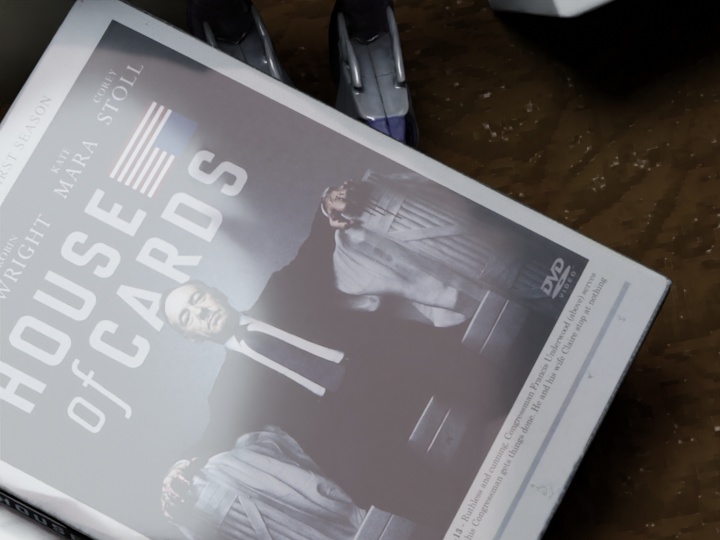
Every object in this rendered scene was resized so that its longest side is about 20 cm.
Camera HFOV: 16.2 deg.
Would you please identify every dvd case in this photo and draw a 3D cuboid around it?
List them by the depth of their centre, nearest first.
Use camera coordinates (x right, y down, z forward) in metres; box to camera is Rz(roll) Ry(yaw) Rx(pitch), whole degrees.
[{"bbox_3d":[-0.030,0.022,0.743,0.200,0.025,0.150,27,74,7],"label":"dvd case"}]

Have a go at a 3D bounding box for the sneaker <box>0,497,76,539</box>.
[{"bbox_3d":[-0.143,0.108,0.751,0.200,0.076,0.081,-31,64,-9],"label":"sneaker"}]

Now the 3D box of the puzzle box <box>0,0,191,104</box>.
[{"bbox_3d":[-0.073,-0.105,0.790,0.200,0.133,0.025,-31,73,39],"label":"puzzle box"}]

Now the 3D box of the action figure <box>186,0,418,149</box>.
[{"bbox_3d":[0.000,0.000,0.796,0.130,0.069,0.200,-11,59,-11],"label":"action figure"}]

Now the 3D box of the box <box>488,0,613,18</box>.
[{"bbox_3d":[0.115,-0.191,0.841,0.200,0.153,0.106,-24,10,-7],"label":"box"}]
